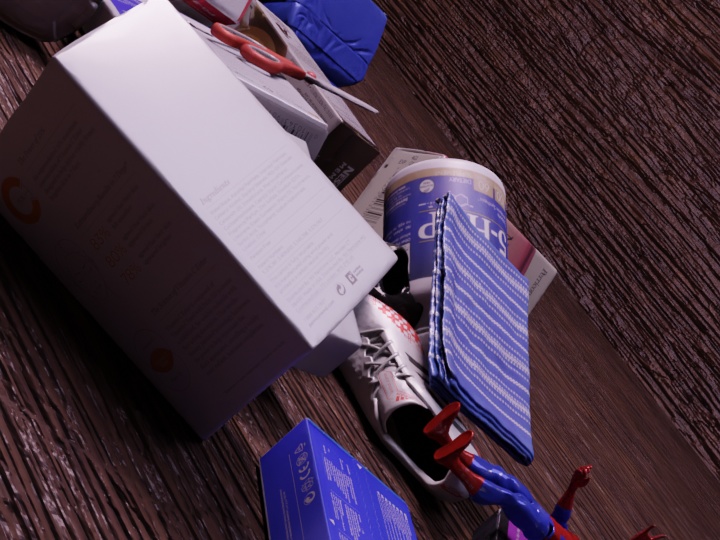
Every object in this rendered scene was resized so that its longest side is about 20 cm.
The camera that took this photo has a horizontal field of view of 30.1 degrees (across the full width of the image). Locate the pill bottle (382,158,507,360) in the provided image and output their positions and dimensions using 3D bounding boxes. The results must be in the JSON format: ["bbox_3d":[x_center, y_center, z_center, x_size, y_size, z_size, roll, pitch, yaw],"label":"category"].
[{"bbox_3d":[0.079,0.010,1.241,0.119,0.119,0.202,36,45,-45],"label":"pill bottle"}]

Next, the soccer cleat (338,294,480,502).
[{"bbox_3d":[0.027,0.093,1.053,0.201,0.068,0.085,57,9,19],"label":"soccer cleat"}]

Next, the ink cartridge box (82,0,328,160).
[{"bbox_3d":[-0.138,-0.175,1.123,0.197,0.044,0.200,25,15,-26],"label":"ink cartridge box"}]

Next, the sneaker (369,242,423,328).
[{"bbox_3d":[0.000,0.000,1.190,0.066,0.090,0.201,38,15,-44],"label":"sneaker"}]

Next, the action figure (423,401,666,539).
[{"bbox_3d":[0.145,0.166,0.992,0.200,0.099,0.065,50,9,-24],"label":"action figure"}]

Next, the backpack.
[{"bbox_3d":[-0.104,-0.282,1.565,0.199,0.169,0.162,15,-17,40],"label":"backpack"}]

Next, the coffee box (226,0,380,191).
[{"bbox_3d":[-0.083,-0.161,1.357,0.080,0.113,0.201,31,21,-55],"label":"coffee box"}]

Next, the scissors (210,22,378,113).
[{"bbox_3d":[-0.057,-0.183,1.217,0.073,0.014,0.199,38,15,32],"label":"scissors"}]

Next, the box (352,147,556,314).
[{"bbox_3d":[0.089,-0.017,1.422,0.200,0.128,0.109,42,-12,-27],"label":"box"}]

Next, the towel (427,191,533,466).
[{"bbox_3d":[0.106,0.047,1.119,0.145,0.024,0.202,43,37,-36],"label":"towel"}]

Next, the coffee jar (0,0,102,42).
[{"bbox_3d":[-0.279,-0.276,1.062,0.104,0.085,0.201,29,23,-50],"label":"coffee jar"}]

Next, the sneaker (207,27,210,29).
[{"bbox_3d":[-0.201,-0.242,1.274,0.116,0.076,0.200,54,15,18],"label":"sneaker"}]

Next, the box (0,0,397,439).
[{"bbox_3d":[-0.099,-0.028,0.748,0.200,0.124,0.097,48,44,-2],"label":"box"}]

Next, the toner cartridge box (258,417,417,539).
[{"bbox_3d":[-0.003,0.172,0.730,0.095,0.043,0.200,45,12,-24],"label":"toner cartridge box"}]

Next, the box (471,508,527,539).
[{"bbox_3d":[0.154,0.281,0.987,0.200,0.036,0.143,48,11,0],"label":"box"}]

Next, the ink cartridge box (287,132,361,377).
[{"bbox_3d":[-0.094,-0.039,0.901,0.173,0.044,0.201,24,36,-39],"label":"ink cartridge box"}]

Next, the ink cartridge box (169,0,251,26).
[{"bbox_3d":[-0.161,-0.322,1.325,0.083,0.146,0.199,31,-10,-31],"label":"ink cartridge box"}]
